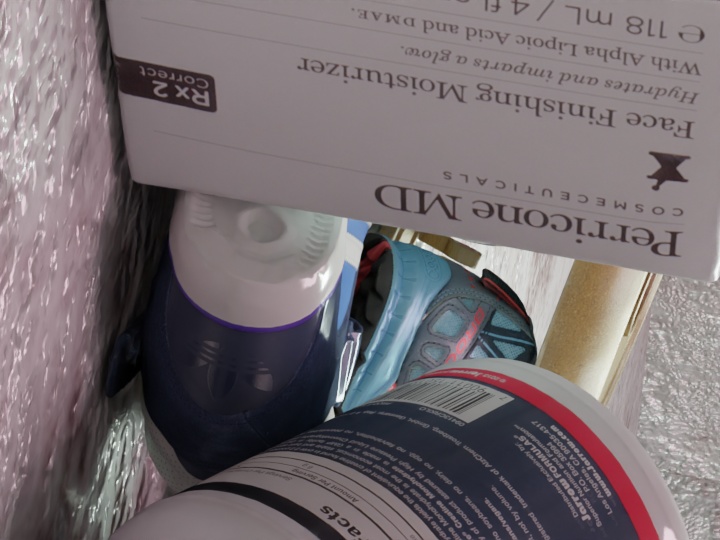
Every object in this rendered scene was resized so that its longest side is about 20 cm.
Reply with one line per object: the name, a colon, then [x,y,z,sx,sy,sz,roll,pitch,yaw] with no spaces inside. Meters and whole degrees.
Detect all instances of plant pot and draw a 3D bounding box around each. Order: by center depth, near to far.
plant pot: [0.105,-0.008,1.152,0.200,0.027,0.201,23,90,-82]

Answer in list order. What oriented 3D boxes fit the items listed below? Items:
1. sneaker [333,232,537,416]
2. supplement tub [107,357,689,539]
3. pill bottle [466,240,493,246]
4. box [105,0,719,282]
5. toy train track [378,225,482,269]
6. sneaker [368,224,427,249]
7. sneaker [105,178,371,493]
sneaker: [0.005,0.082,1.126,0.080,0.095,0.201,-101,-148,-50]
supplement tub: [-0.001,0.120,0.933,0.199,0.140,0.141,-24,129,-43]
pill bottle: [0.056,-0.073,1.362,0.200,0.115,0.117,15,85,-81]
box: [0.040,-0.125,0.939,0.131,0.198,0.201,87,16,-52]
toy train track: [0.000,0.000,1.160,0.200,0.032,0.115,14,103,-63]
sneaker: [0.008,-0.072,1.215,0.080,0.070,0.202,-34,133,-74]
sneaker: [-0.032,-0.010,1.039,0.201,0.080,0.147,-76,179,-45]
